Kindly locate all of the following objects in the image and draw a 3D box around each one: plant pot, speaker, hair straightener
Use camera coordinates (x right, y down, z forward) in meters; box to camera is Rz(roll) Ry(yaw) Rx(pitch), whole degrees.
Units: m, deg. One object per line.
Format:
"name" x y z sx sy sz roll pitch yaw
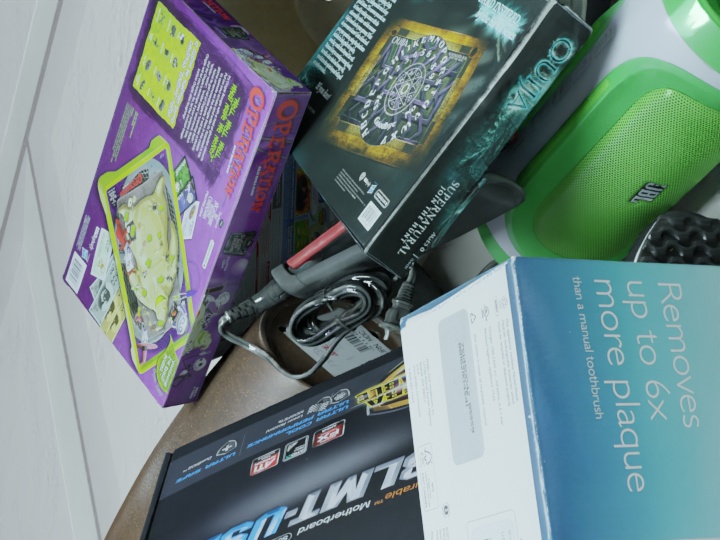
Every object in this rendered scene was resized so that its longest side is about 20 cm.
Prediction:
"plant pot" -0.041 0.119 0.890 0.187 0.185 0.201 62 140 46
"speaker" 0.128 -0.069 0.712 0.200 0.088 0.089 129 136 -53
"hair straightener" 0.000 0.000 0.754 0.199 0.041 0.077 -30 51 33

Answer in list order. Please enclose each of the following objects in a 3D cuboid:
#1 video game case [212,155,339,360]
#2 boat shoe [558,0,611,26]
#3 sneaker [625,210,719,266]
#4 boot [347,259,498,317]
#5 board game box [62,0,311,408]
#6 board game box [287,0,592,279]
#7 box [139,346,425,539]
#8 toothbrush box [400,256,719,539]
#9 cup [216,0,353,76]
"video game case" -0.047 -0.034 0.947 0.018 0.200 0.145 8 103 25
"boat shoe" 0.103 -0.178 0.791 0.060 0.075 0.202 22 -95 -72
"sneaker" 0.142 0.076 0.698 0.090 0.069 0.202 128 140 -66
"boot" 0.047 0.026 0.919 0.200 0.072 0.183 -117 35 -55
"board game box" -0.099 -0.041 0.828 0.120 0.032 0.201 49 128 38
"board game box" 0.024 -0.090 0.737 0.136 0.028 0.200 -52 26 8
"box" -0.012 0.117 0.699 0.050 0.199 0.199 60 -163 -21
"toothbrush box" 0.126 0.079 0.577 0.085 0.198 0.148 -30 61 56
"cup" 0.006 -0.168 0.896 0.143 0.198 0.202 -72 -13 -81
